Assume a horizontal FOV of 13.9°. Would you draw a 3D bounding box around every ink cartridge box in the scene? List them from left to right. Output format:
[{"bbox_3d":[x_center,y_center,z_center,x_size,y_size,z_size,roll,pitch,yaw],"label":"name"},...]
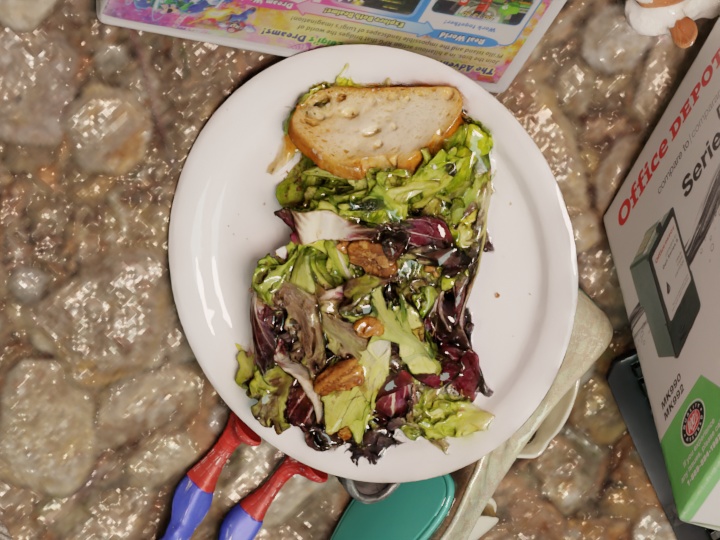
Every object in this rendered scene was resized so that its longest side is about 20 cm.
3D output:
[{"bbox_3d":[0.189,0.001,1.335,0.084,0.201,0.146,12,130,-20],"label":"ink cartridge box"}]

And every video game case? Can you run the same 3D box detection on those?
[{"bbox_3d":[0.006,-0.151,1.274,0.199,0.024,0.182,8,144,-20],"label":"video game case"}]

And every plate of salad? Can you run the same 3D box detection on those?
[{"bbox_3d":[0.000,0.000,1.327,0.199,0.048,0.201,5,103,21],"label":"plate of salad"}]

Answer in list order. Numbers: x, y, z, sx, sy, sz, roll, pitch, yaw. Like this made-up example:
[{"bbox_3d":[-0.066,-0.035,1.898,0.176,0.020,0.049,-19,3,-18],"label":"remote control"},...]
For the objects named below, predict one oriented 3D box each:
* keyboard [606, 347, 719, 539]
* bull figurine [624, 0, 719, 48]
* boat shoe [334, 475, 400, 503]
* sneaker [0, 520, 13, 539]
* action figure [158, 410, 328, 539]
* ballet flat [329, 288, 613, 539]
[{"bbox_3d":[0.213,0.097,1.510,0.127,0.021,0.200,-28,121,-2],"label":"keyboard"},{"bbox_3d":[0.133,-0.194,1.318,0.121,0.065,0.200,-40,121,2],"label":"bull figurine"},{"bbox_3d":[0.025,0.014,1.384,0.073,0.068,0.200,16,110,-23],"label":"boat shoe"},{"bbox_3d":[-0.228,0.122,1.357,0.105,0.075,0.200,-38,112,-1],"label":"sneaker"},{"bbox_3d":[-0.096,0.161,1.434,0.065,0.052,0.200,28,107,-29],"label":"action figure"},{"bbox_3d":[0.056,0.094,1.437,0.062,0.067,0.200,25,107,-36],"label":"ballet flat"}]
